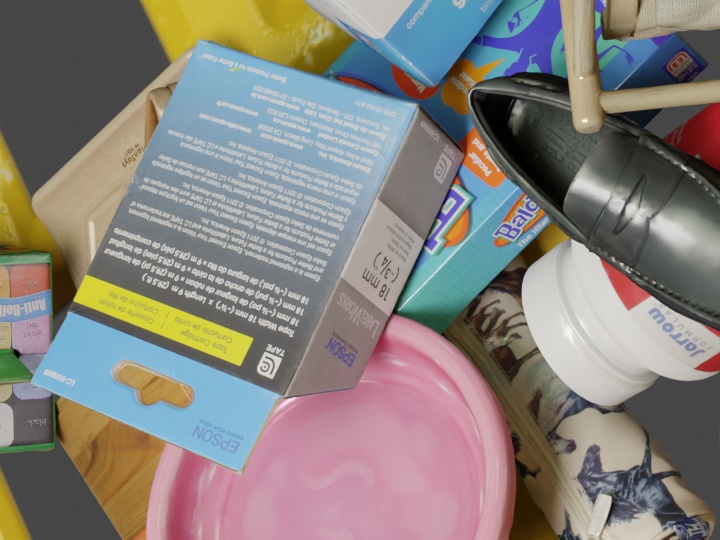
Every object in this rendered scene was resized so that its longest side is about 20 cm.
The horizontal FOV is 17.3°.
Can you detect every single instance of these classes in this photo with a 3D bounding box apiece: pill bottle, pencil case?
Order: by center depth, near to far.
[{"bbox_3d":[0.177,-0.017,1.159,0.200,0.112,0.113,-37,71,34],"label":"pill bottle"},{"bbox_3d":[0.102,0.082,1.239,0.078,0.089,0.201,-41,67,14],"label":"pencil case"}]

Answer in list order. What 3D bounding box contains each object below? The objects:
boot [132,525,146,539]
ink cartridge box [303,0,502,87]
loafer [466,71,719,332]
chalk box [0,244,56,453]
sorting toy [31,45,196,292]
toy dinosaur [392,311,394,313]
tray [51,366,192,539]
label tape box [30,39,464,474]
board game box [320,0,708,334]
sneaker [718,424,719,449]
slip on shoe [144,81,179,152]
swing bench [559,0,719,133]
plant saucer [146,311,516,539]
[{"bbox_3d":[-0.096,0.233,1.361,0.075,0.107,0.201,7,129,40],"label":"boot"},{"bbox_3d":[-0.033,-0.198,1.189,0.084,0.200,0.145,-50,36,1],"label":"ink cartridge box"},{"bbox_3d":[0.123,-0.031,1.087,0.200,0.070,0.068,41,112,39],"label":"loafer"},{"bbox_3d":[-0.262,0.048,1.456,0.200,0.124,0.125,5,97,62],"label":"chalk box"},{"bbox_3d":[-0.096,-0.006,1.427,0.185,0.036,0.201,-39,75,33],"label":"sorting toy"},{"bbox_3d":[0.000,0.000,1.322,0.200,0.077,0.102,-39,87,-9],"label":"toy dinosaur"},{"bbox_3d":[-0.121,0.089,1.384,0.099,0.037,0.200,56,150,6],"label":"tray"},{"bbox_3d":[-0.057,-0.002,1.194,0.143,0.063,0.201,20,79,32],"label":"label tape box"},{"bbox_3d":[0.061,-0.088,1.233,0.200,0.045,0.152,-46,52,11],"label":"board game box"},{"bbox_3d":[0.241,0.039,1.135,0.200,0.080,0.074,-41,70,34],"label":"sneaker"},{"bbox_3d":[-0.106,-0.029,1.338,0.076,0.060,0.201,66,149,34],"label":"slip on shoe"},{"bbox_3d":[0.182,-0.186,1.068,0.197,0.130,0.201,-5,56,2],"label":"swing bench"},{"bbox_3d":[-0.011,0.121,1.183,0.199,0.051,0.202,-12,63,23],"label":"plant saucer"}]
